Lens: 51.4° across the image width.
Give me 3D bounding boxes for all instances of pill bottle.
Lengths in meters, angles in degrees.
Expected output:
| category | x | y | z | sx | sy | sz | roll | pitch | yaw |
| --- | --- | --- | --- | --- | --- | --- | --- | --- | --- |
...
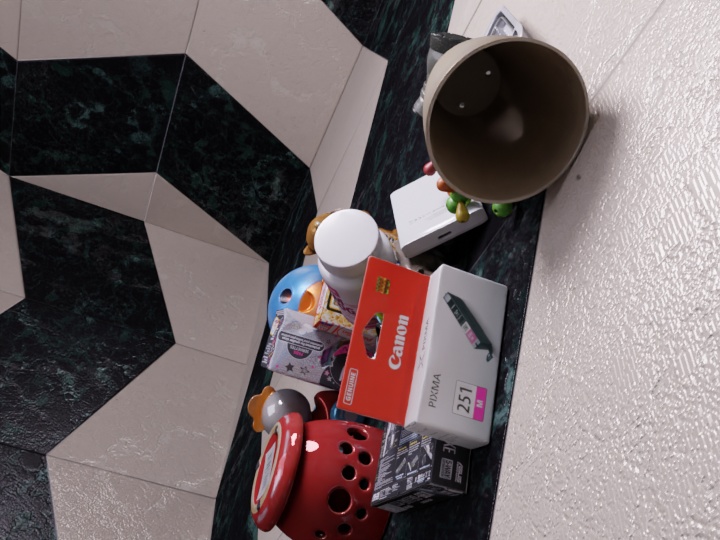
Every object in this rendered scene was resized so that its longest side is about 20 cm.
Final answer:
| category | x | y | z | sx | sy | sz | roll | pitch | yaw |
| --- | --- | --- | --- | --- | --- | --- | --- | --- | --- |
| pill bottle | 0.000 | 0.000 | 1.130 | 0.200 | 0.112 | 0.114 | 66 | -147 | -59 |

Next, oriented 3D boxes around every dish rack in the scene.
| category | x | y | z | sx | sy | sz | roll | pitch | yaw |
| --- | --- | --- | --- | --- | --- | --- | --- | --- | --- |
| dish rack | 0.212 | -0.308 | 1.164 | 0.200 | 0.043 | 0.172 | -93 | 24 | -59 |

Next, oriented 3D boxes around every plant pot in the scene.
| category | x | y | z | sx | sy | sz | roll | pitch | yaw |
| --- | --- | --- | --- | --- | --- | --- | --- | --- | --- |
| plant pot | -0.059 | 0.319 | 1.133 | 0.200 | 0.181 | 0.202 | -160 | 90 | -76 |
| plant pot | 0.152 | -0.206 | 0.915 | 0.200 | 0.186 | 0.188 | -104 | 34 | -62 |

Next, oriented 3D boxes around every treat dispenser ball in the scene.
| category | x | y | z | sx | sy | sz | roll | pitch | yaw |
| --- | --- | --- | --- | --- | --- | --- | --- | --- | --- |
| treat dispenser ball | -0.093 | 0.089 | 1.556 | 0.201 | 0.199 | 0.202 | -161 | 90 | -78 |

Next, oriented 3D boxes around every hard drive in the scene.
| category | x | y | z | sx | sy | sz | roll | pitch | yaw |
| --- | --- | --- | --- | --- | --- | --- | --- | --- | --- |
| hard drive | 0.115 | -0.099 | 1.154 | 0.131 | 0.027 | 0.200 | -26 | 27 | 11 |

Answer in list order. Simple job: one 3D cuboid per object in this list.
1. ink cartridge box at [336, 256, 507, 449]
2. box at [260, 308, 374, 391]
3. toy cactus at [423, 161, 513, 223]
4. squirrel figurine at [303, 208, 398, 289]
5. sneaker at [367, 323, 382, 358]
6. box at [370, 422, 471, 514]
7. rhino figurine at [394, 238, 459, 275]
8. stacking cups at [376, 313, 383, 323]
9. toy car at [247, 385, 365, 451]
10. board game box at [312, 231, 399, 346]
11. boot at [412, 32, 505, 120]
| category | x | y | z | sx | sy | sz | roll | pitch | yaw |
| --- | --- | --- | --- | --- | --- | --- | --- | --- | --- |
| ink cartridge box | 0.077 | 0.087 | 0.877 | 0.044 | 0.172 | 0.201 | 133 | 153 | -62 |
| box | -0.064 | 0.151 | 1.345 | 0.132 | 0.199 | 0.116 | 165 | 121 | -75 |
| toy cactus | 0.164 | -0.153 | 1.023 | 0.165 | 0.102 | 0.200 | -50 | 26 | 11 |
| squirrel figurine | -0.016 | -0.029 | 1.425 | 0.142 | 0.185 | 0.201 | 125 | 159 | -51 |
| sneaker | 0.066 | 0.088 | 0.989 | 0.200 | 0.087 | 0.074 | -43 | -4 | -20 |
| box | 0.080 | 0.218 | 0.966 | 0.200 | 0.049 | 0.159 | 129 | 156 | -58 |
| rhino figurine | 0.097 | -0.002 | 1.119 | 0.200 | 0.087 | 0.060 | -100 | 30 | -65 |
| stacking cups | 0.048 | 0.067 | 1.111 | 0.200 | 0.060 | 0.061 | 70 | -150 | -63 |
| toy car | -0.118 | 0.292 | 1.379 | 0.184 | 0.199 | 0.178 | 147 | 140 | -71 |
| board game box | 0.012 | 0.024 | 1.310 | 0.046 | 0.150 | 0.201 | 133 | 153 | -61 |
| boot | 0.170 | -0.252 | 1.062 | 0.068 | 0.199 | 0.132 | -23 | -49 | -48 |
